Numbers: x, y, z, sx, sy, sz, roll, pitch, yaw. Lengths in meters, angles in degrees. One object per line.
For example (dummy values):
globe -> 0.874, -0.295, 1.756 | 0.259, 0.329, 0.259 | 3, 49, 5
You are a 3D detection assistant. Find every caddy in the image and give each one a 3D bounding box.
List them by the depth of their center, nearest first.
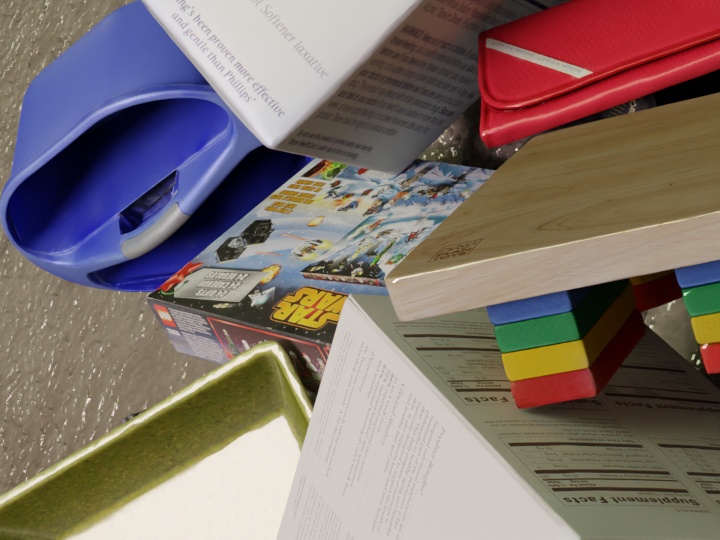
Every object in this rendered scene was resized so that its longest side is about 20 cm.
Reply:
caddy -> -0.109, -0.058, 1.452 | 0.200, 0.141, 0.105 | -34, 42, 40

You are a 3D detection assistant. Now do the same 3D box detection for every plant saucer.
plant saucer -> -0.067, 0.164, 1.271 | 0.199, 0.048, 0.200 | -30, 79, 20

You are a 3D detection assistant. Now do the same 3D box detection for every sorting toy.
sorting toy -> 0.141, -0.015, 1.051 | 0.200, 0.199, 0.070 | -12, 104, 26

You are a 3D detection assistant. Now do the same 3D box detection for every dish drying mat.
dish drying mat -> 0.144, -0.113, 1.163 | 0.200, 0.018, 0.077 | -19, 38, 20

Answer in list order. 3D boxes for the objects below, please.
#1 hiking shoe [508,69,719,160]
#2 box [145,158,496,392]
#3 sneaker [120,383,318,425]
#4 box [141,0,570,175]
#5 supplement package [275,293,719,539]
hiking shoe -> 0.116, -0.040, 1.191 | 0.101, 0.076, 0.200 | 6, 77, 58
box -> 0.000, 0.000, 1.299 | 0.137, 0.040, 0.200 | -40, 27, -23
sneaker -> -0.034, 0.087, 1.341 | 0.200, 0.081, 0.075 | -17, 90, 45
box -> 0.025, -0.152, 1.229 | 0.200, 0.184, 0.105 | -44, 76, 12
supplement package -> 0.079, 0.123, 1.065 | 0.200, 0.150, 0.152 | 46, 125, 53
